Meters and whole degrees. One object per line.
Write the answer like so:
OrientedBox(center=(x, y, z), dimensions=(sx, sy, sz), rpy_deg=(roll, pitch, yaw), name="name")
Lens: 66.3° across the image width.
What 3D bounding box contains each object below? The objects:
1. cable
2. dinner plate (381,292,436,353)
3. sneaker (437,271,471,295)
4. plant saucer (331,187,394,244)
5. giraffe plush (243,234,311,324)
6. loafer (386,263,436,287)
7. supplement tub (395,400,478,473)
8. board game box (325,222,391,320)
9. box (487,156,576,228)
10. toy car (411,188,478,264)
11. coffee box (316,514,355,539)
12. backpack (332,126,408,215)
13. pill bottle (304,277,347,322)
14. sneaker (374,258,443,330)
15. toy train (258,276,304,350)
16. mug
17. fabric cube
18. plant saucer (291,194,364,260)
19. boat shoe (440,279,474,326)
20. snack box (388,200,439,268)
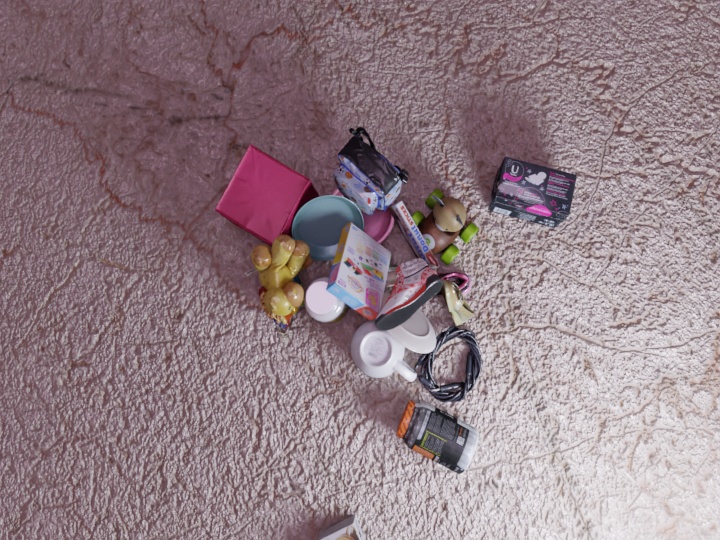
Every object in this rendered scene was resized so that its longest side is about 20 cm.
OrientedBox(center=(0.250, 0.251, 1.483), dimensions=(0.163, 0.051, 0.201), rpy_deg=(42, 88, 7), name="cable")
OrientedBox(center=(0.124, 0.129, 1.440), dimensions=(0.199, 0.200, 0.025), rpy_deg=(41, 119, 7), name="dinner plate")
OrientedBox(center=(0.205, 0.037, 1.489), dimensions=(0.192, 0.095, 0.082), rpy_deg=(-9, 84, 5), name="sneaker")
OrientedBox(center=(0.001, -0.156, 1.547), dimensions=(0.192, 0.051, 0.209), rpy_deg=(-1, 83, 4), name="plant saucer")
OrientedBox(center=(-0.202, 0.036, 1.381), dimensions=(0.197, 0.171, 0.167), rpy_deg=(-32, 59, 26), name="giraffe plush")
OrientedBox(center=(0.120, 0.017, 1.487), dimensions=(0.195, 0.071, 0.065), rpy_deg=(-2, 99, 37), name="loafer")
OrientedBox(center=(0.197, 0.426, 1.431), dimensions=(0.195, 0.123, 0.126), rpy_deg=(25, 86, 6), name="supplement tub")
OrientedBox(center=(0.000, 0.000, 1.409), dimensions=(0.151, 0.040, 0.205), rpy_deg=(35, 48, -24), name="board game box")
OrientedBox(center=(0.456, -0.208, 1.477), dimensions=(0.193, 0.132, 0.119), rpy_deg=(16, 81, 6), name="box")
OrientedBox(center=(0.221, -0.130, 1.452), dimensions=(0.164, 0.200, 0.158), rpy_deg=(43, 88, 8), name="toy car")
OrientedBox(center=(-0.024, 0.766, 1.432), dimensions=(0.110, 0.080, 0.206), rpy_deg=(-23, 82, 0), name="coffee box")
OrientedBox(center=(0.024, -0.235, 1.435), dimensions=(0.154, 0.190, 0.200), rpy_deg=(-44, 77, 2), name="backpack")
OrientedBox(center=(-0.089, 0.078, 1.453), dimensions=(0.107, 0.200, 0.116), rpy_deg=(-1, 83, 4), name="pill bottle")
OrientedBox(center=(0.102, 0.055, 1.376), dimensions=(0.199, 0.068, 0.109), rpy_deg=(-37, 50, 0), name="sneaker")
OrientedBox(center=(-0.188, 0.103, 1.479), dimensions=(0.114, 0.085, 0.203), rpy_deg=(-34, 55, 6), name="toy train")
OrientedBox(center=(0.064, 0.219, 1.437), dimensions=(0.198, 0.175, 0.150), rpy_deg=(37, 88, 7), name="mug")
OrientedBox(center=(-0.241, -0.182, 1.495), dimensions=(0.192, 0.199, 0.204), rpy_deg=(30, 86, 8), name="fabric cube")
OrientedBox(center=(-0.087, -0.119, 1.460), dimensions=(0.193, 0.204, 0.036), rpy_deg=(-18, 40, 1), name="plant saucer")
OrientedBox(center=(0.251, 0.077, 1.432), dimensions=(0.061, 0.202, 0.075), rpy_deg=(-23, 51, 7), name="boat shoe")
OrientedBox(center=(0.143, -0.091, 1.492), dimensions=(0.024, 0.072, 0.204), rpy_deg=(-33, 98, -14), name="snack box")
